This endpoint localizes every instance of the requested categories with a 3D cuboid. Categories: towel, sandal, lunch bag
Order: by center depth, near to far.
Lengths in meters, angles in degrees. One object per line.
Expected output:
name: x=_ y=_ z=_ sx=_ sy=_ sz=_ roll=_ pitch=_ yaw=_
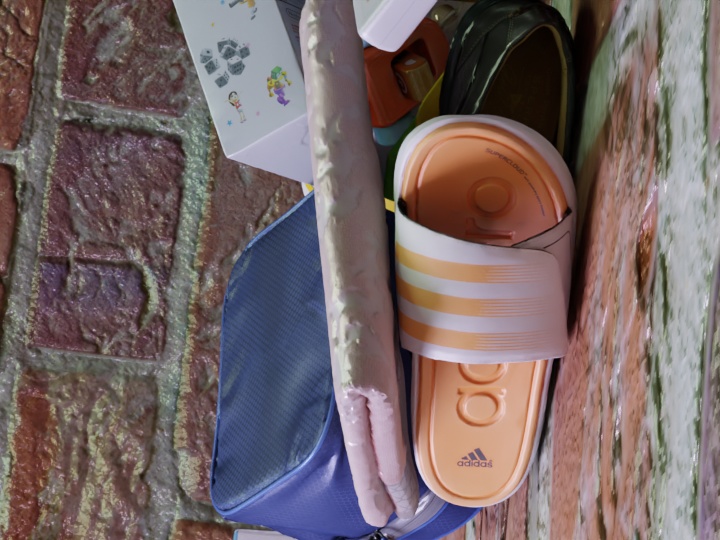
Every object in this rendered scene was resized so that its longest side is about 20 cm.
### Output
sandal: x=0.056 y=0.032 z=0.845 sx=0.059 sy=0.079 sz=0.207 roll=-87 pitch=-5 yaw=-58
towel: x=0.000 y=0.000 z=0.920 sx=0.191 sy=0.032 sz=0.201 roll=80 pitch=-178 yaw=-64
lunch bag: x=0.006 y=0.068 z=1.093 sx=0.136 sy=0.132 sz=0.201 roll=-34 pitch=45 yaw=49

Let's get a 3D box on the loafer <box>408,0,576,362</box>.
loafer: x=0.059 y=-0.027 z=0.895 sx=0.072 sy=0.073 sz=0.201 roll=-131 pitch=45 yaw=-80

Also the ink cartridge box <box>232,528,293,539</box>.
ink cartridge box: x=-0.096 y=0.412 z=2.488 sx=0.200 sy=0.145 sz=0.147 roll=110 pitch=165 yaw=-79

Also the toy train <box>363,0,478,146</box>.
toy train: x=0.026 y=-0.173 z=1.009 sx=0.056 sy=0.150 sz=0.201 roll=9 pitch=125 yaw=48

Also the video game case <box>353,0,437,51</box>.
video game case: x=0.050 y=-0.217 z=0.798 sx=0.200 sy=0.023 sz=0.183 roll=-49 pitch=33 yaw=34

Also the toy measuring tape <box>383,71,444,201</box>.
toy measuring tape: x=0.073 y=-0.080 z=1.001 sx=0.200 sy=0.073 sz=0.074 roll=-55 pitch=-20 yaw=-45

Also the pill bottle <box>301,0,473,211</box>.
pill bottle: x=0.022 y=-0.090 z=1.267 sx=0.113 sy=0.112 sz=0.201 roll=-88 pitch=7 yaw=-55

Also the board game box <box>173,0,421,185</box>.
board game box: x=-0.044 y=-0.151 z=1.117 sx=0.147 sy=0.064 sz=0.201 roll=16 pitch=-129 yaw=-60
